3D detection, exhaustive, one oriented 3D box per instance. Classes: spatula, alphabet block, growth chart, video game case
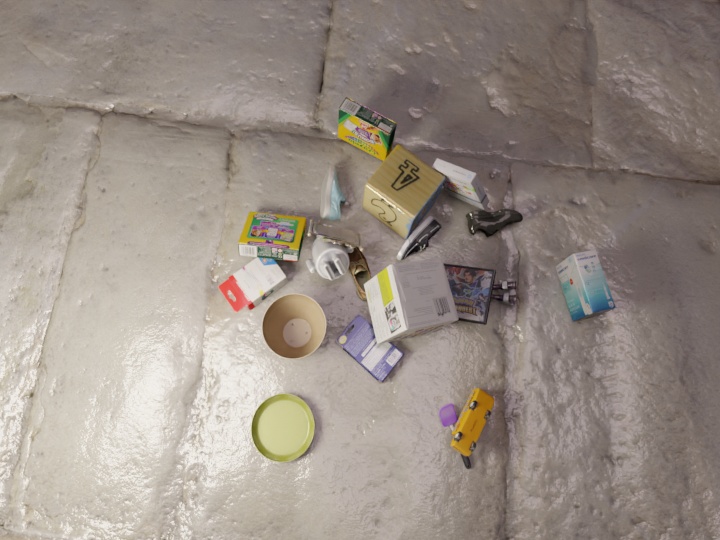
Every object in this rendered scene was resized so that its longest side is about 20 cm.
[{"bbox_3d":[0.301,0.522,1.632,0.056,0.021,0.203,-18,76,-12],"label":"spatula"},{"bbox_3d":[0.142,-0.263,1.761,0.199,0.196,0.197,36,74,8],"label":"alphabet block"},{"bbox_3d":[-0.079,-0.115,1.694,0.197,0.145,0.018,15,116,-2],"label":"growth chart"},{"bbox_3d":[0.333,0.074,1.721,0.197,0.026,0.184,7,72,25],"label":"video game case"}]

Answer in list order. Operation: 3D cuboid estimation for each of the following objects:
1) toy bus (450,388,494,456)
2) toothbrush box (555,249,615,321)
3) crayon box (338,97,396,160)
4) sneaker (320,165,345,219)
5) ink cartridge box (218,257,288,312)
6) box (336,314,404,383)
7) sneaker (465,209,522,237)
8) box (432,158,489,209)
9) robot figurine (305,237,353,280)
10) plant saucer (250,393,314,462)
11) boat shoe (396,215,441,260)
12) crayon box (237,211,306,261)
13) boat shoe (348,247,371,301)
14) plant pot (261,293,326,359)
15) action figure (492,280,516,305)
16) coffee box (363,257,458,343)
[{"bbox_3d":[0.342,0.466,1.605,0.065,0.078,0.201,34,68,-2],"label":"toy bus"},{"bbox_3d":[0.740,0.051,1.723,0.084,0.147,0.204,-10,75,-6],"label":"toothbrush box"},{"bbox_3d":[0.019,-0.490,1.820,0.198,0.173,0.059,29,71,6],"label":"crayon box"},{"bbox_3d":[-0.092,-0.268,1.823,0.081,0.074,0.204,13,72,-23],"label":"sneaker"},{"bbox_3d":[-0.352,0.044,1.713,0.199,0.067,0.117,-36,78,-12],"label":"ink cartridge box"},{"bbox_3d":[0.030,0.252,1.690,0.199,0.032,0.121,41,76,7],"label":"box"},{"bbox_3d":[0.468,-0.164,1.818,0.196,0.076,0.093,-4,84,3],"label":"sneaker"},{"bbox_3d":[0.340,-0.288,1.748,0.155,0.200,0.042,31,85,32],"label":"box"},{"bbox_3d":[-0.100,-0.048,1.703,0.167,0.114,0.201,-23,32,0],"label":"robot figurine"},{"bbox_3d":[-0.240,0.486,1.612,0.196,0.031,0.204,1,74,-3],"label":"plant saucer"},{"bbox_3d":[0.204,-0.099,1.783,0.068,0.072,0.200,40,69,10],"label":"boat shoe"},{"bbox_3d":[-0.289,-0.115,1.727,0.196,0.059,0.174,6,41,-1],"label":"crayon box"},{"bbox_3d":[0.000,0.000,1.739,0.075,0.074,0.203,-21,76,-9],"label":"boat shoe"},{"bbox_3d":[-0.205,0.186,1.645,0.196,0.135,0.204,1,74,-2],"label":"plant pot"},{"bbox_3d":[0.419,0.074,1.743,0.196,0.069,0.133,3,80,14],"label":"action figure"},{"bbox_3d":[0.153,0.097,1.628,0.197,0.198,0.203,-6,73,-28],"label":"coffee box"}]
